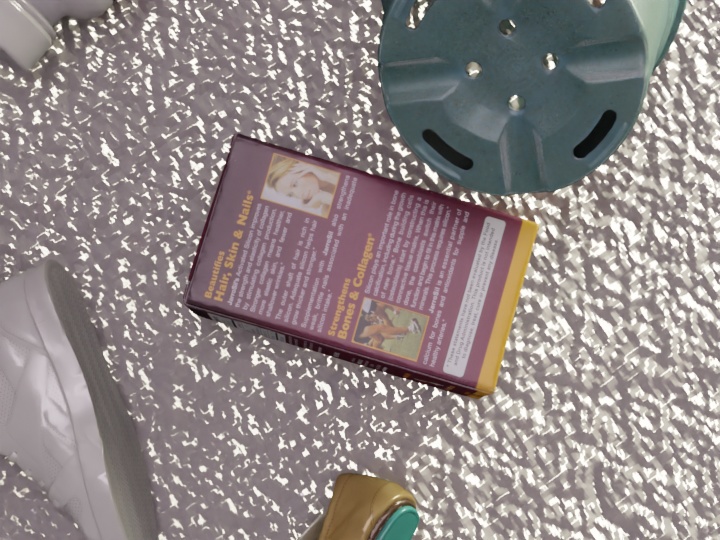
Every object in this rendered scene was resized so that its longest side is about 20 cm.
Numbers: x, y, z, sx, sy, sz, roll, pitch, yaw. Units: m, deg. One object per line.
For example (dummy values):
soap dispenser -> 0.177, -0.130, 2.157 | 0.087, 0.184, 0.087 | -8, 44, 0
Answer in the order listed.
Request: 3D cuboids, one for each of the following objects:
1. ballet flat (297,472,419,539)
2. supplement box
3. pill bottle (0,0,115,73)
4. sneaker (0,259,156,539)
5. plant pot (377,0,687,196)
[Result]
ballet flat -> -0.032, 0.219, 1.058 | 0.063, 0.069, 0.201 | 24, 79, 30
supplement box -> 0.000, 0.000, 1.065 | 0.198, 0.086, 0.111 | 16, 83, 0
pill bottle -> -0.184, -0.230, 1.072 | 0.119, 0.120, 0.201 | 38, 84, 3
sneaker -> -0.207, 0.107, 1.062 | 0.115, 0.074, 0.202 | -21, 87, 10
plant pot -> 0.095, -0.147, 0.991 | 0.198, 0.196, 0.202 | 3, 114, 8
